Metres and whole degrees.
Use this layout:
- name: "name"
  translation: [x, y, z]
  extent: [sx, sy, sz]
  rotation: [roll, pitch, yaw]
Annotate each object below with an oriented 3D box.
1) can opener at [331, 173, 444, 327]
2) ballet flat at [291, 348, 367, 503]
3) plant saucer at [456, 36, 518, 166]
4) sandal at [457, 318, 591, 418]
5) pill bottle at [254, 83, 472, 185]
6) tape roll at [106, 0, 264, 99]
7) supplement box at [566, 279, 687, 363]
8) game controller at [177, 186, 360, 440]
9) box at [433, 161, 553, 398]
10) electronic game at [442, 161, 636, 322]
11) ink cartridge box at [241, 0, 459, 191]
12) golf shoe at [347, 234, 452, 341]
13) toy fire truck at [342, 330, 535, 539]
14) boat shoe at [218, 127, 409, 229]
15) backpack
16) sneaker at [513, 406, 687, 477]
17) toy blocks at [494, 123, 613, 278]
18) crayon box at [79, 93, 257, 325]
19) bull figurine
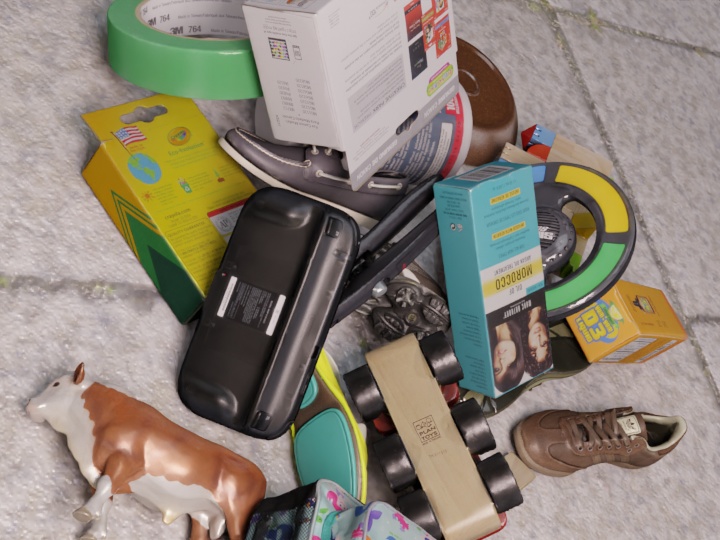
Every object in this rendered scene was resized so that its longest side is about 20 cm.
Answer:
- name: "can opener"
  translation: [0.020, -0.017, 1.013]
  extent: [0.200, 0.079, 0.063]
  rotation: [-35, 79, -25]
- name: "ballet flat"
  translation: [-0.030, 0.123, 0.976]
  extent: [0.067, 0.067, 0.200]
  rotation: [12, 49, -56]
- name: "plant saucer"
  translation: [0.116, -0.215, 1.355]
  extent: [0.200, 0.037, 0.201]
  rotation: [20, 50, -26]
- name: "sandal"
  translation: [0.156, 0.091, 1.147]
  extent: [0.201, 0.057, 0.080]
  rotation: [-21, 78, -33]
- name: "pill bottle"
  translation: [0.002, -0.150, 1.154]
  extent: [0.199, 0.120, 0.120]
  rotation: [1, 59, -32]
- name: "tape roll"
  translation: [-0.138, -0.222, 1.080]
  extent: [0.200, 0.048, 0.201]
  rotation: [4, 30, -2]
- name: "supplement box"
  translation: [0.284, 0.057, 1.212]
  extent: [0.200, 0.069, 0.067]
  rotation: [12, 49, -61]
- name: "game controller"
  translation: [-0.076, 0.034, 0.932]
  extent: [0.104, 0.201, 0.042]
  rotation: [20, -2, 15]
- name: "box"
  translation: [0.123, 0.008, 1.042]
  extent: [0.082, 0.049, 0.201]
  rotation: [-22, 112, -34]
- name: "electronic game"
  translation: [0.180, -0.031, 1.160]
  extent: [0.042, 0.199, 0.200]
  rotation: [59, 25, -48]
- name: "ink cartridge box"
  translation: [0.001, -0.199, 1.033]
  extent: [0.084, 0.176, 0.200]
  rotation: [15, 43, 33]
- name: "golf shoe"
  translation: [0.000, 0.000, 1.092]
  extent: [0.200, 0.078, 0.095]
  rotation: [38, 20, -4]
- name: "toy fire truck"
  translation: [0.082, 0.157, 1.015]
  extent: [0.128, 0.200, 0.176]
  rotation: [-25, 69, -2]
- name: "boat shoe"
  translation: [-0.039, -0.099, 1.069]
  extent: [0.200, 0.063, 0.073]
  rotation: [23, 16, -31]
- name: "backpack"
  translation: [-0.008, 0.271, 0.817]
  extent: [0.177, 0.150, 0.200]
  rotation: [42, 48, -30]
- name: "sneaker"
  translation: [0.242, 0.160, 1.143]
  extent: [0.200, 0.076, 0.071]
  rotation: [4, 56, -36]
- name: "toy blocks"
  translation: [0.200, -0.089, 1.295]
  extent: [0.136, 0.100, 0.200]
  rotation: [27, 54, -1]
- name: "crayon box"
  translation: [-0.157, -0.062, 1.019]
  extent: [0.127, 0.051, 0.200]
  rotation: [-25, 77, -46]
- name: "bull figurine"
  translation: [-0.159, 0.152, 0.850]
  extent: [0.200, 0.065, 0.122]
  rotation: [26, 49, -19]
